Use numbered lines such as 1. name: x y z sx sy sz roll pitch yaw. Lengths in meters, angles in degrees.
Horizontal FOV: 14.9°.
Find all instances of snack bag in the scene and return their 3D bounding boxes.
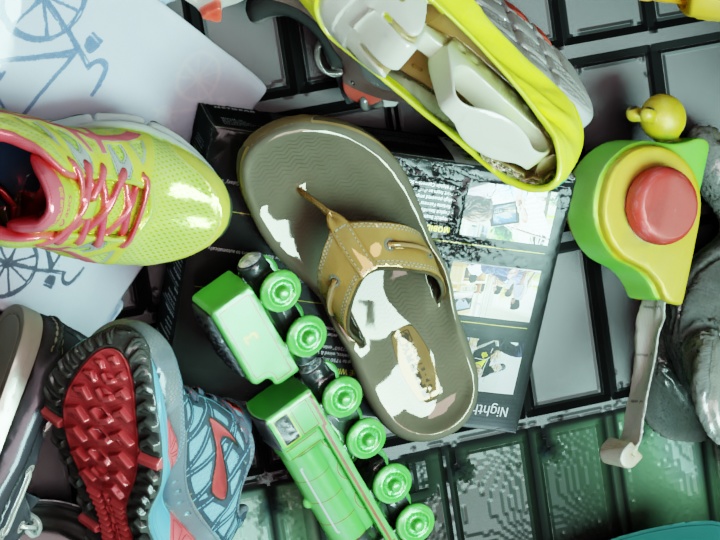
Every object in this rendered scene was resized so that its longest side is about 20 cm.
1. snack bag: -0.157 -0.071 1.405 0.200 0.021 0.189 35 89 -40

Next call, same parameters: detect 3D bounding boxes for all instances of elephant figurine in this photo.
1. elephant figurine: 0.214 0.051 1.506 0.200 0.155 0.142 34 133 -6

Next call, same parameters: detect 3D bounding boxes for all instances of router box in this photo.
1. router box: 0.000 0.000 1.459 0.200 0.051 0.149 8 107 -15

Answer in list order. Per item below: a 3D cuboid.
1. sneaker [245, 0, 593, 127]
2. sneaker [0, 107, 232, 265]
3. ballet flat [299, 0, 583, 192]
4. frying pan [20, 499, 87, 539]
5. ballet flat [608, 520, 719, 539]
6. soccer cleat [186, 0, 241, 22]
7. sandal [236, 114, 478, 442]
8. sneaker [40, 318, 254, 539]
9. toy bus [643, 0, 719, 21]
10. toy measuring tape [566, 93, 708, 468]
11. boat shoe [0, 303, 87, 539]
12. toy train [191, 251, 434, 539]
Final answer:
1. sneaker: 0.028 -0.117 1.457 0.200 0.077 0.082 30 111 -12
2. sneaker: -0.149 -0.036 1.339 0.200 0.090 0.078 11 106 -28
3. ballet flat: 0.035 -0.109 1.382 0.200 0.067 0.067 40 120 -17
4. frying pan: -0.207 0.186 1.459 0.190 0.031 0.115 -15 100 -9
5. ballet flat: 0.120 0.192 1.519 0.200 0.072 0.072 -16 103 4
6. soccer cleat: -0.117 -0.195 1.356 0.069 0.078 0.200 -29 142 21
7. sandal: 0.007 0.007 1.405 0.080 0.054 0.200 -27 111 -1
8. sneaker: -0.101 0.085 1.406 0.096 0.079 0.200 -46 150 -32
9. toy bus: 0.122 -0.235 1.428 0.192 0.136 0.200 3 101 -1
10. toy measuring tape: 0.136 0.002 1.467 0.073 0.074 0.200 13 87 -15
11. boat shoe: -0.183 0.120 1.411 0.063 0.073 0.200 20 90 -27
12. toy train: -0.024 0.078 1.427 0.056 0.042 0.200 -35 118 -13
